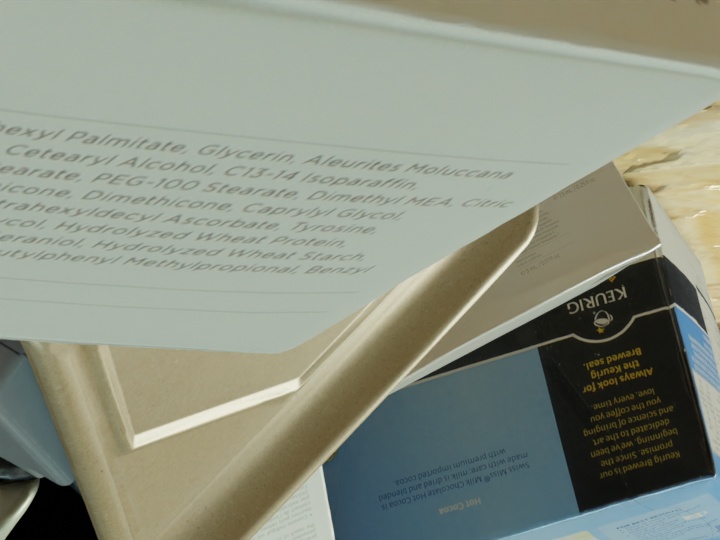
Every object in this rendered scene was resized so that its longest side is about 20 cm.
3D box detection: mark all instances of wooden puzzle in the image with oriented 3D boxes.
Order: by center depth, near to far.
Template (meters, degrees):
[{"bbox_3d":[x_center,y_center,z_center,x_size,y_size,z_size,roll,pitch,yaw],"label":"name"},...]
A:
[{"bbox_3d":[-0.020,-0.013,0.722,0.185,0.037,0.200,-46,156,-18],"label":"wooden puzzle"}]

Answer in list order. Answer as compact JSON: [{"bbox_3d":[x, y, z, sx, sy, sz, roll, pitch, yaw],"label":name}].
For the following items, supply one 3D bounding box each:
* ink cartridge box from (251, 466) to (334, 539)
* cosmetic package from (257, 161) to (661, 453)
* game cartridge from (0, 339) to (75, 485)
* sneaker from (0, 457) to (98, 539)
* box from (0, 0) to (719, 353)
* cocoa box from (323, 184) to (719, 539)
[{"bbox_3d":[-0.090,0.108,1.002,0.162,0.050,0.200,-23,133,-17],"label":"ink cartridge box"},{"bbox_3d":[0.000,0.000,0.862,0.200,0.083,0.051,-25,175,-33],"label":"cosmetic package"},{"bbox_3d":[-0.165,-0.009,0.723,0.200,0.042,0.133,28,163,14],"label":"game cartridge"},{"bbox_3d":[-0.142,0.053,0.843,0.199,0.130,0.080,28,115,-8],"label":"sneaker"},{"bbox_3d":[-0.064,-0.102,0.432,0.200,0.200,0.131,5,155,-42],"label":"box"},{"bbox_3d":[0.058,0.067,1.118,0.199,0.132,0.133,-18,161,14],"label":"cocoa box"}]
